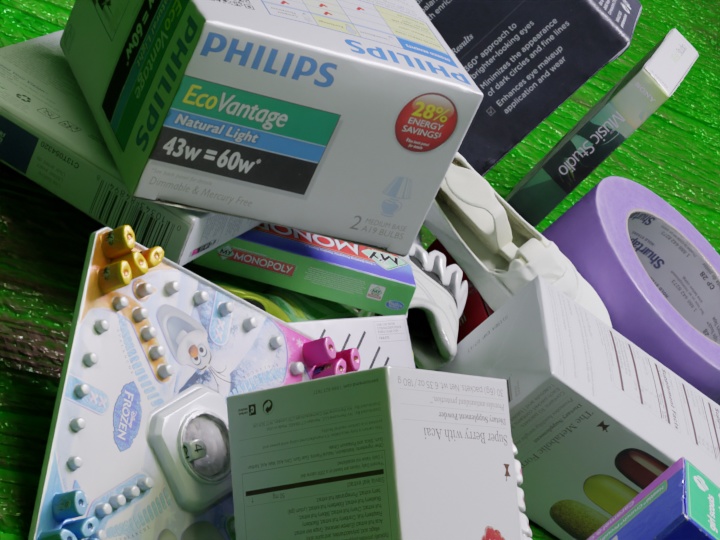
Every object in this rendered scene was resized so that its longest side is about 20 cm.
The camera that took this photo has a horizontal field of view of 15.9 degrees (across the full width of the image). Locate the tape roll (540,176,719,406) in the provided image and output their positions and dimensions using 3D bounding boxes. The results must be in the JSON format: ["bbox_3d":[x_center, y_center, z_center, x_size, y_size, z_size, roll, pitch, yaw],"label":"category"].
[{"bbox_3d":[0.221,0.031,1.986,0.200,0.085,0.201,37,27,-23],"label":"tape roll"}]

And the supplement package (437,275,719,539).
[{"bbox_3d":[0.165,0.118,1.845,0.199,0.114,0.110,34,30,-26],"label":"supplement package"}]

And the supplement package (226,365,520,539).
[{"bbox_3d":[0.012,0.163,1.432,0.121,0.119,0.202,9,73,-53],"label":"supplement package"}]

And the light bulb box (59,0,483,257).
[{"bbox_3d":[-0.059,-0.126,1.605,0.197,0.125,0.200,12,27,-27],"label":"light bulb box"}]

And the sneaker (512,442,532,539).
[{"bbox_3d":[0.060,0.148,1.678,0.087,0.074,0.201,29,35,-47],"label":"sneaker"}]

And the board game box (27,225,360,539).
[{"bbox_3d":[-0.086,0.100,1.464,0.199,0.026,0.201,29,57,-35],"label":"board game box"}]

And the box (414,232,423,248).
[{"bbox_3d":[-0.026,-0.101,1.948,0.156,0.041,0.201,36,26,-26],"label":"box"}]

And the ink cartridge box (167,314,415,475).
[{"bbox_3d":[-0.045,0.081,1.564,0.199,0.044,0.095,-3,79,-46],"label":"ink cartridge box"}]

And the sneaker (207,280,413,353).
[{"bbox_3d":[-0.057,0.047,1.665,0.199,0.074,0.083,18,11,-42],"label":"sneaker"}]

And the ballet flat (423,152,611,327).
[{"bbox_3d":[0.106,-0.017,1.885,0.200,0.070,0.069,45,23,17],"label":"ballet flat"}]

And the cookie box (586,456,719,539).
[{"bbox_3d":[0.220,0.249,1.680,0.200,0.171,0.075,40,23,-16],"label":"cookie box"}]

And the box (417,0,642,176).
[{"bbox_3d":[0.077,-0.195,1.971,0.200,0.197,0.118,45,23,-7],"label":"box"}]

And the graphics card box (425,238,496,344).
[{"bbox_3d":[0.141,0.053,1.981,0.199,0.051,0.126,25,32,-39],"label":"graphics card box"}]

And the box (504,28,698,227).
[{"bbox_3d":[0.187,-0.105,2.110,0.036,0.200,0.144,43,25,0],"label":"box"}]

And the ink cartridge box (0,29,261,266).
[{"bbox_3d":[-0.145,-0.085,1.646,0.196,0.044,0.200,31,23,15],"label":"ink cartridge box"}]

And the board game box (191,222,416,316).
[{"bbox_3d":[-0.067,-0.035,1.695,0.199,0.029,0.135,16,25,-15],"label":"board game box"}]

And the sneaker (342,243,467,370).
[{"bbox_3d":[0.000,0.000,1.812,0.199,0.075,0.081,33,37,-29],"label":"sneaker"}]
